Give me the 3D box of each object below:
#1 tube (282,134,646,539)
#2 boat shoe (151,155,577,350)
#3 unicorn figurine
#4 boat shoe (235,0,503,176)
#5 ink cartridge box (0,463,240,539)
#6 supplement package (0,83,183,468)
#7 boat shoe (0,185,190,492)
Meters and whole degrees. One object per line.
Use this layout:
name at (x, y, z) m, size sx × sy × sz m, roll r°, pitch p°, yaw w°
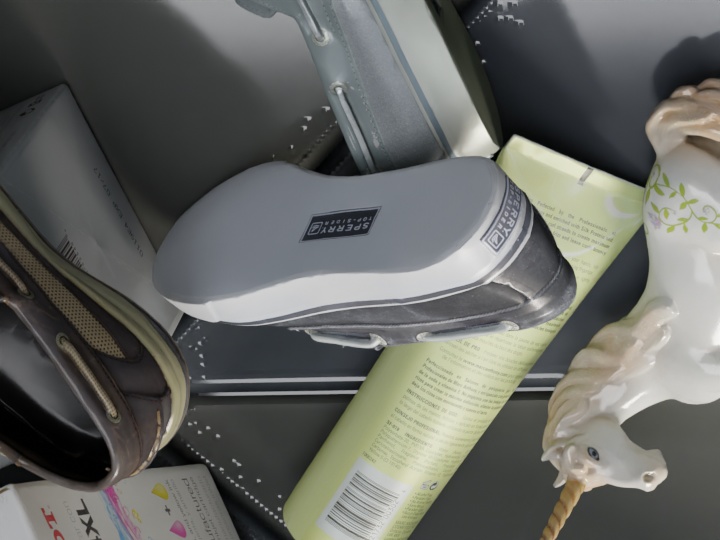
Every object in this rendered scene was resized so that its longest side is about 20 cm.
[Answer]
tube at (0.040, 0.036, 1.096) m, size 0.052 × 0.058 × 0.200 m, roll 39°, pitch 113°, yaw 14°
boat shoe at (0.000, 0.000, 1.044) m, size 0.200 × 0.072 × 0.068 m, roll -7°, pitch 138°, yaw 45°
unicorn figurine at (0.141, 0.016, 1.064) m, size 0.137 × 0.074 × 0.201 m, roll 3°, pitch 101°, yaw 9°
boat shoe at (-0.017, -0.117, 1.027) m, size 0.071 × 0.070 × 0.201 m, roll -24°, pitch 109°, yaw 14°
ink cartridge box at (-0.127, 0.163, 1.073) m, size 0.125 × 0.200 × 0.129 m, roll -29°, pitch 79°, yaw 18°
supplement package at (-0.191, 0.026, 1.092) m, size 0.200 × 0.110 × 0.114 m, roll -23°, pitch 107°, yaw 17°
boat shoe at (-0.151, 0.008, 0.978) m, size 0.200 × 0.073 × 0.075 m, roll 33°, pitch 113°, yaw -5°
